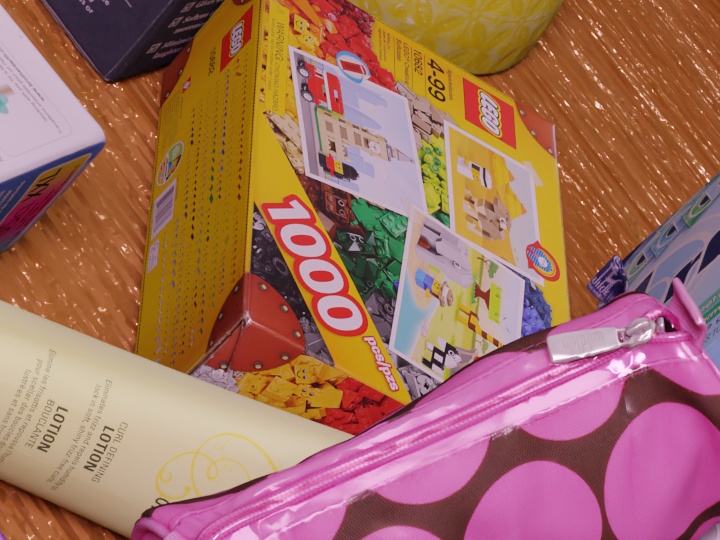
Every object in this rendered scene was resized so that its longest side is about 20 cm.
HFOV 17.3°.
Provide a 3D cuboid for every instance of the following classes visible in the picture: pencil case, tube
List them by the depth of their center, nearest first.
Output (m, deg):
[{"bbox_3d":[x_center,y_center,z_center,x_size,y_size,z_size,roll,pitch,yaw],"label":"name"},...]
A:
[{"bbox_3d":[0.024,0.074,0.748,0.199,0.094,0.091,-26,62,-20],"label":"pencil case"},{"bbox_3d":[-0.055,0.065,0.777,0.199,0.058,0.052,27,47,-24],"label":"tube"}]

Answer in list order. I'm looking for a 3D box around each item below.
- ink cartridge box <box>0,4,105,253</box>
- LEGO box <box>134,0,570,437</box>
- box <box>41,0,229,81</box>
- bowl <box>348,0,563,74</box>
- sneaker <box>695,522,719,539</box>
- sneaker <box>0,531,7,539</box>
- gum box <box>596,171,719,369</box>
[{"bbox_3d":[-0.194,-0.047,0.729,0.137,0.076,0.200,50,33,7],"label":"ink cartridge box"},{"bbox_3d":[0.000,0.000,0.887,0.148,0.077,0.201,28,38,-25],"label":"LEGO box"},{"bbox_3d":[-0.035,-0.187,0.932,0.107,0.200,0.148,52,34,9],"label":"box"},{"bbox_3d":[0.038,-0.201,1.107,0.199,0.108,0.201,28,39,-25],"label":"bowl"},{"bbox_3d":[0.054,0.151,0.764,0.139,0.078,0.201,12,50,4],"label":"sneaker"},{"bbox_3d":[-0.168,0.070,0.627,0.199,0.088,0.081,15,43,-39],"label":"sneaker"},{"bbox_3d":[0.148,0.013,0.951,0.045,0.170,0.200,41,35,-6],"label":"gum box"}]
